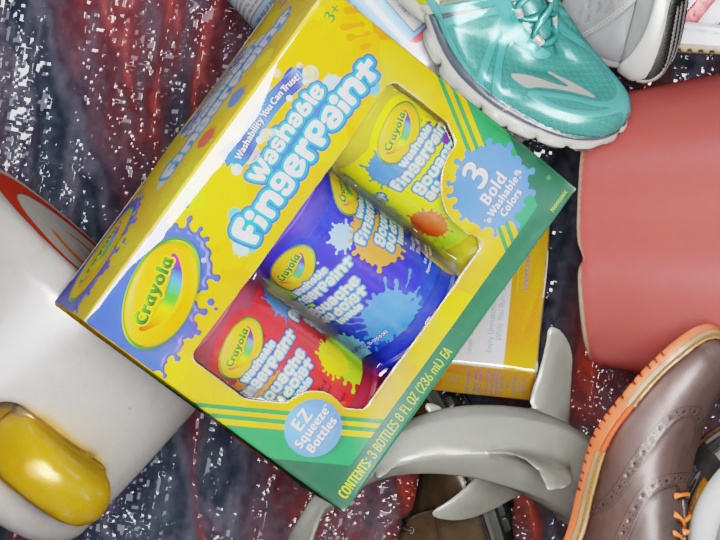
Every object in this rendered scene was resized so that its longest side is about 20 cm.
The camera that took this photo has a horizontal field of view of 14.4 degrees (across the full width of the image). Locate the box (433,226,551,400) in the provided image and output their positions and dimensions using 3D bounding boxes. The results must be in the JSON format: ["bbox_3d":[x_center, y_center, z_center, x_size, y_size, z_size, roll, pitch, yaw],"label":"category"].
[{"bbox_3d":[0.000,0.000,1.524,0.200,0.041,0.119,6,61,4],"label":"box"}]

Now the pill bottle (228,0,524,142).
[{"bbox_3d":[0.008,-0.135,1.501,0.109,0.109,0.200,-41,86,3],"label":"pill bottle"}]

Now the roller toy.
[{"bbox_3d":[-0.184,0.048,1.486,0.200,0.182,0.140,43,94,9],"label":"roller toy"}]

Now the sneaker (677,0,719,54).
[{"bbox_3d":[0.176,-0.173,1.519,0.200,0.071,0.113,4,96,4],"label":"sneaker"}]

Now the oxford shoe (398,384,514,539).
[{"bbox_3d":[0.046,0.142,1.539,0.084,0.073,0.200,-17,90,9],"label":"oxford shoe"}]

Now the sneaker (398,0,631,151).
[{"bbox_3d":[0.065,-0.144,1.415,0.200,0.078,0.080,51,137,5],"label":"sneaker"}]

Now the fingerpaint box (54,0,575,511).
[{"bbox_3d":[-0.022,-0.013,1.391,0.167,0.073,0.200,38,84,-19],"label":"fingerpaint box"}]

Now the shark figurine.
[{"bbox_3d":[0.059,0.105,1.435,0.214,0.090,0.128,-4,110,-24],"label":"shark figurine"}]

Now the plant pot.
[{"bbox_3d":[0.208,-0.021,1.474,0.177,0.200,0.200,1,93,12],"label":"plant pot"}]

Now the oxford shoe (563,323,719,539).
[{"bbox_3d":[0.145,0.122,1.412,0.073,0.071,0.200,33,107,30],"label":"oxford shoe"}]

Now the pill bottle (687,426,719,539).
[{"bbox_3d":[0.222,0.137,1.466,0.116,0.200,0.116,0,92,2],"label":"pill bottle"}]

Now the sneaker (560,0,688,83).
[{"bbox_3d":[0.121,-0.202,1.452,0.115,0.075,0.200,14,103,13],"label":"sneaker"}]
